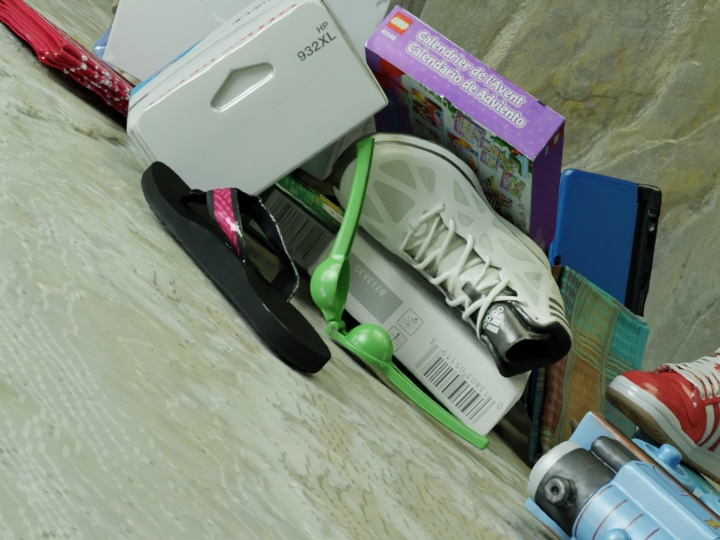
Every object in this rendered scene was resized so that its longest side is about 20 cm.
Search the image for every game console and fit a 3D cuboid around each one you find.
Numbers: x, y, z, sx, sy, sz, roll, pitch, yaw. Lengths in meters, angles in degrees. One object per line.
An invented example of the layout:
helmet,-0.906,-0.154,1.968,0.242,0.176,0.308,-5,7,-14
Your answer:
game console,0.173,0.022,1.384,0.117,0.202,0.171,8,0,-15

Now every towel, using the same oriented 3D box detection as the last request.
towel,-0.184,-0.135,1.258,0.200,0.023,0.145,37,3,-40
towel,0.173,0.087,1.250,0.022,0.148,0.200,2,-13,26

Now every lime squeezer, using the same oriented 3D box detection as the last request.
lime squeezer,0.011,0.026,1.028,0.038,0.070,0.202,108,-39,-83

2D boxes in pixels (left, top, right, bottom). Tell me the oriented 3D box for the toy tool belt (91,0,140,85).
toy tool belt,-0.171,-0.190,1.430,0.200,0.125,0.123,41,-28,-7

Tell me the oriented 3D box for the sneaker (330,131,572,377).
sneaker,0.071,-0.006,1.067,0.200,0.076,0.116,35,16,-32

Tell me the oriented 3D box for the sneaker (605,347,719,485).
sneaker,0.253,0.083,1.202,0.071,0.113,0.200,41,6,37

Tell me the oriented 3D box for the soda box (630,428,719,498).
soda box,0.228,0.182,1.156,0.068,0.064,0.200,37,5,-17

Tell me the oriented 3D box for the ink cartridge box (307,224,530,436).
ink cartridge box,0.054,0.021,1.174,0.161,0.050,0.200,44,15,1

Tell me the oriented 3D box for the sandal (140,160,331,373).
sandal,-0.062,-0.012,0.928,0.075,0.045,0.200,34,7,-40

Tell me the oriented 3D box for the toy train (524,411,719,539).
toy train,0.169,0.156,0.894,0.200,0.087,0.114,42,13,32

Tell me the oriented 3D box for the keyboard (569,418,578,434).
keyboard,0.159,0.148,1.090,0.011,0.057,0.200,-6,10,-2

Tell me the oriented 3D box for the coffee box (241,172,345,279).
coffee box,0.000,0.000,1.244,0.199,0.044,0.123,38,7,-8

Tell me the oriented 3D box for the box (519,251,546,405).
box,0.103,-0.001,1.435,0.158,0.048,0.201,47,-20,35

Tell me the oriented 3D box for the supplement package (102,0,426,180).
supplement package,-0.068,-0.195,1.270,0.199,0.157,0.111,29,30,10

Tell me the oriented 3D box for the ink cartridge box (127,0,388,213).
ink cartridge box,-0.072,-0.114,1.097,0.084,0.144,0.200,56,1,-14

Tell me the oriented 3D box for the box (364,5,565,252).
box,0.072,-0.084,1.143,0.136,0.039,0.200,36,-14,16

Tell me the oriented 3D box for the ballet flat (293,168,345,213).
ballet flat,-0.045,-0.069,1.341,0.198,0.071,0.071,12,-8,28
